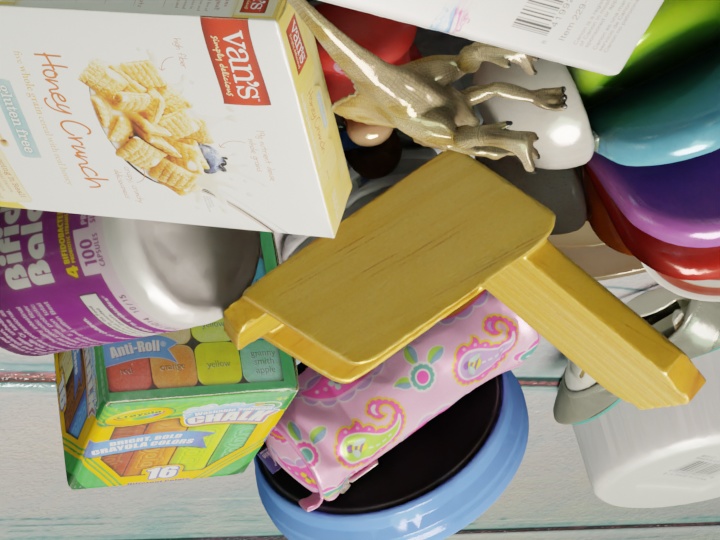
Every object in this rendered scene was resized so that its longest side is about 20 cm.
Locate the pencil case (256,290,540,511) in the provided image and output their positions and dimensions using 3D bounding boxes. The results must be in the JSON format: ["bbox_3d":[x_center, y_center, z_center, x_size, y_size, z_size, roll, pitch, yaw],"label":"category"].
[{"bbox_3d":[0.023,0.074,1.365,0.200,0.088,0.087,-35,161,-14],"label":"pencil case"}]

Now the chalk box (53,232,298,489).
[{"bbox_3d":[-0.116,0.044,1.274,0.124,0.124,0.200,-3,157,-17],"label":"chalk box"}]

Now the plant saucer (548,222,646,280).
[{"bbox_3d":[0.171,-0.044,1.316,0.199,0.030,0.200,-8,157,-3],"label":"plant saucer"}]

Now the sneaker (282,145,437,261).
[{"bbox_3d":[0.000,0.000,1.275,0.074,0.082,0.200,-3,156,-17],"label":"sneaker"}]

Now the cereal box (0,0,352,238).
[{"bbox_3d":[-0.112,-0.082,0.955,0.199,0.040,0.144,5,141,18],"label":"cereal box"}]

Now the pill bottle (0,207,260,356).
[{"bbox_3d":[-0.161,-0.013,1.118,0.199,0.113,0.112,-12,161,38],"label":"pill bottle"}]

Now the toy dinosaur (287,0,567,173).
[{"bbox_3d":[0.030,-0.075,0.907,0.101,0.058,0.200,2,168,23],"label":"toy dinosaur"}]

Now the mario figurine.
[{"bbox_3d":[-0.008,-0.077,1.046,0.106,0.124,0.200,33,164,6],"label":"mario figurine"}]

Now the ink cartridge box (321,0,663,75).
[{"bbox_3d":[0.052,-0.175,0.818,0.199,0.086,0.148,11,122,-38],"label":"ink cartridge box"}]

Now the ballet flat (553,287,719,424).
[{"bbox_3d":[0.202,0.055,1.542,0.064,0.068,0.200,35,136,-23],"label":"ballet flat"}]

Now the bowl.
[{"bbox_3d":[0.017,0.112,1.419,0.200,0.201,0.039,-15,129,11],"label":"bowl"}]

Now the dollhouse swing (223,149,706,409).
[{"bbox_3d":[0.050,0.045,1.083,0.181,0.176,0.200,-35,178,-7],"label":"dollhouse swing"}]

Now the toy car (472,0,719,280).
[{"bbox_3d":[0.159,-0.071,1.053,0.175,0.150,0.200,-26,158,-7],"label":"toy car"}]

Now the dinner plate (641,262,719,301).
[{"bbox_3d":[0.254,-0.063,1.245,0.199,0.024,0.201,-13,133,-14],"label":"dinner plate"}]

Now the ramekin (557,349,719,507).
[{"bbox_3d":[0.268,0.122,1.663,0.200,0.098,0.201,-8,158,-4],"label":"ramekin"}]

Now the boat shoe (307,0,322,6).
[{"bbox_3d":[0.020,-0.159,0.931,0.199,0.065,0.073,-16,156,11],"label":"boat shoe"}]
